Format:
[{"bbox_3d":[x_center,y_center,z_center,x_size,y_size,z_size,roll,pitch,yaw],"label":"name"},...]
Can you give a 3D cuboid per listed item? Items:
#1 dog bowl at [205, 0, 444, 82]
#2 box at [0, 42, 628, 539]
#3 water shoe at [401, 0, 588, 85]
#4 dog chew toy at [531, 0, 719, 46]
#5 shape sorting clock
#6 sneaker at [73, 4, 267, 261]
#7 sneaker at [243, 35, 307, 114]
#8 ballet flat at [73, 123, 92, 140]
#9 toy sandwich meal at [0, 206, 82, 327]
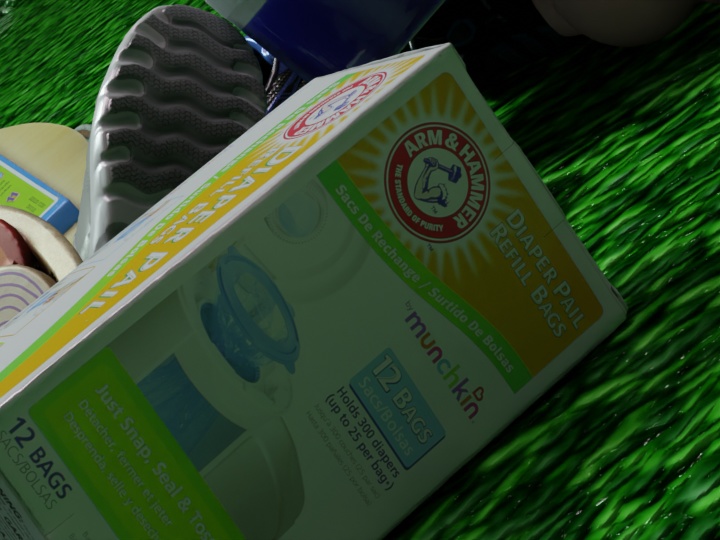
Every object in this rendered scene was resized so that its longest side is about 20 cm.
[{"bbox_3d":[0.024,-0.170,1.106,0.200,0.079,0.200,-50,6,8],"label":"dog bowl"},{"bbox_3d":[-0.033,0.031,0.816,0.200,0.113,0.101,-39,14,-22],"label":"box"},{"bbox_3d":[0.064,-0.116,1.197,0.079,0.072,0.200,-44,5,-21],"label":"water shoe"},{"bbox_3d":[0.152,-0.167,1.053,0.200,0.125,0.125,-40,11,20],"label":"dog chew toy"},{"bbox_3d":[-0.194,0.010,1.144,0.199,0.039,0.200,-23,38,19],"label":"shape sorting clock"},{"bbox_3d":[-0.094,-0.017,1.069,0.082,0.074,0.201,-32,42,58],"label":"sneaker"},{"bbox_3d":[-0.026,-0.096,1.315,0.075,0.079,0.200,-19,21,48],"label":"sneaker"},{"bbox_3d":[-0.087,-0.039,1.204,0.071,0.069,0.200,-20,11,-19],"label":"ballet flat"},{"bbox_3d":[-0.184,0.060,0.987,0.204,0.070,0.206,-18,58,30],"label":"toy sandwich meal"}]
